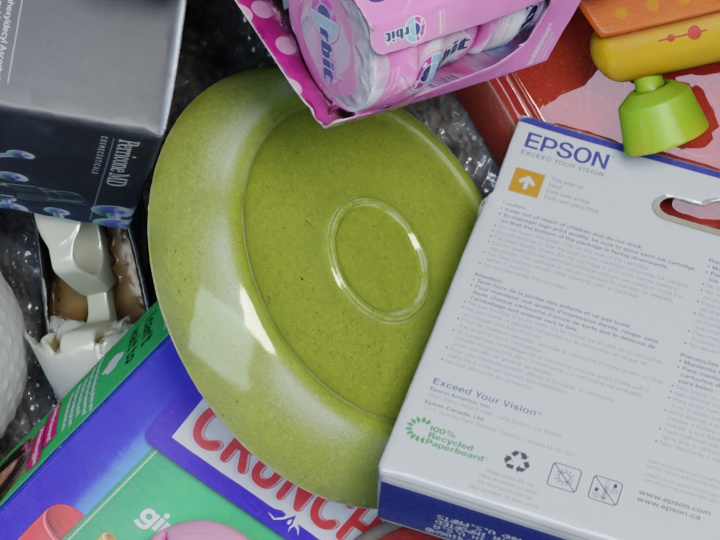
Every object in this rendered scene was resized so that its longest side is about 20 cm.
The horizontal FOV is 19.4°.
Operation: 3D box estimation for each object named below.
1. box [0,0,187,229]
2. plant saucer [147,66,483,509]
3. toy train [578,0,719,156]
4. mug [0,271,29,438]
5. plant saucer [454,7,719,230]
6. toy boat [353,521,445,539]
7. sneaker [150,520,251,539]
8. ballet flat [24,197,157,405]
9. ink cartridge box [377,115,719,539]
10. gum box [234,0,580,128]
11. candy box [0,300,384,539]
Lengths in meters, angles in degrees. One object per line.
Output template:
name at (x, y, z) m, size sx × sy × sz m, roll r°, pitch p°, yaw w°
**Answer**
box at (-0.178, -0.101, 0.881) m, size 0.198 × 0.148 × 0.108 m, roll 9°, pitch 75°, yaw -9°
plant saucer at (0.000, 0.000, 0.894) m, size 0.031 × 0.199 × 0.202 m, roll -28°, pitch 87°, yaw 45°
toy train at (0.111, -0.100, 0.887) m, size 0.198 × 0.085 × 0.117 m, roll -11°, pitch 108°, yaw 19°
mug at (-0.254, 0.051, 0.966) m, size 0.198 × 0.175 × 0.149 m, roll -20°, pitch 88°, yaw 19°
plant saucer at (0.155, -0.075, 0.929) m, size 0.199 × 0.037 × 0.201 m, roll -32°, pitch 86°, yaw 14°
toy boat at (0.069, 0.196, 0.891) m, size 0.129 × 0.131 × 0.201 m, roll -24°, pitch 123°, yaw 3°
sneaker at (-0.119, 0.190, 0.883) m, size 0.200 × 0.096 × 0.079 m, roll -39°, pitch 112°, yaw 15°
ballet flat at (-0.129, 0.013, 0.988) m, size 0.067 × 0.068 × 0.202 m, roll -11°, pitch 91°, yaw 16°
ink cartridge box at (0.127, 0.043, 0.861) m, size 0.198 × 0.041 × 0.201 m, roll 17°, pitch 53°, yaw 10°
gum box at (-0.005, -0.153, 0.821) m, size 0.201 × 0.113 × 0.066 m, roll 56°, pitch 146°, yaw 21°
candy box at (-0.065, 0.110, 0.945) m, size 0.169 × 0.077 × 0.200 m, roll 41°, pitch 103°, yaw -17°
